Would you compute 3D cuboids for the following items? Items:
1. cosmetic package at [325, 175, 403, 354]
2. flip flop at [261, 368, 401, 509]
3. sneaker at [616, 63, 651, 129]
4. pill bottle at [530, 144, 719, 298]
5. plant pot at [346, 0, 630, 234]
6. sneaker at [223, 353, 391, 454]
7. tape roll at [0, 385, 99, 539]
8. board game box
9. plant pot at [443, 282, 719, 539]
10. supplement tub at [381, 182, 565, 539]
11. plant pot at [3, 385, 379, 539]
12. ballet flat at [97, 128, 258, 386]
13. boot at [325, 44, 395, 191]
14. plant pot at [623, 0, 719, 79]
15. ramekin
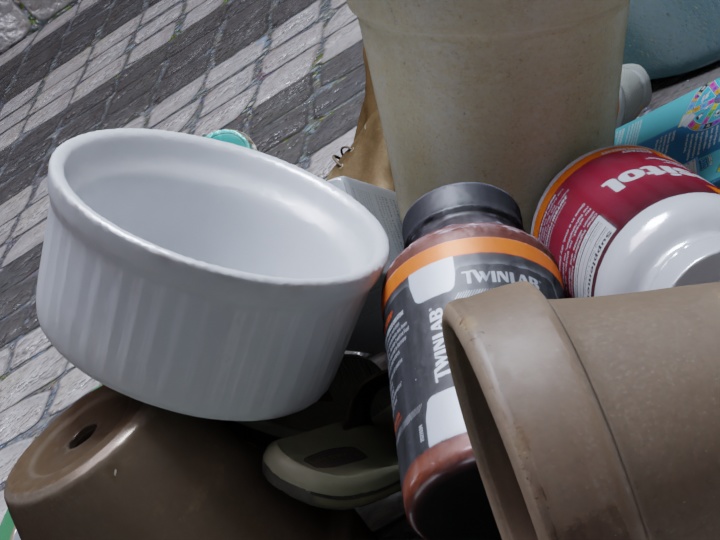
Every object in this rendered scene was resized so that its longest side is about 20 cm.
[{"bbox_3d":[0.000,0.000,1.471,0.101,0.075,0.200,-24,-13,20],"label":"cosmetic package"},{"bbox_3d":[0.020,0.087,1.307,0.081,0.058,0.199,21,20,36],"label":"flip flop"},{"bbox_3d":[0.134,-0.086,1.632,0.200,0.076,0.092,-31,-10,40],"label":"sneaker"},{"bbox_3d":[0.173,0.003,1.265,0.113,0.113,0.200,-36,20,-1],"label":"pill bottle"},{"bbox_3d":[0.085,-0.118,1.391,0.199,0.185,0.201,-5,22,2],"label":"plant pot"},{"bbox_3d":[-0.068,0.099,1.416,0.106,0.199,0.075,-35,62,25],"label":"sneaker"},{"bbox_3d":[-0.175,0.161,1.501,0.200,0.048,0.201,-43,27,28],"label":"tape roll"},{"bbox_3d":[0.242,-0.076,1.427,0.199,0.047,0.151,-26,22,28],"label":"board game box"},{"bbox_3d":[0.148,0.082,1.027,0.173,0.201,0.200,-19,19,-2],"label":"plant pot"},{"bbox_3d":[0.066,0.049,1.246,0.107,0.107,0.201,-27,48,24],"label":"supplement tub"},{"bbox_3d":[-0.112,0.158,1.302,0.200,0.175,0.200,-33,19,12],"label":"plant pot"},{"bbox_3d":[-0.117,0.004,1.455,0.075,0.064,0.201,18,69,15],"label":"ballet flat"},{"bbox_3d":[0.006,-0.087,1.666,0.075,0.074,0.201,-8,66,10],"label":"boot"},{"bbox_3d":[0.221,-0.258,1.686,0.200,0.196,0.196,-34,18,31],"label":"plant pot"},{"bbox_3d":[-0.090,0.003,1.292,0.201,0.199,0.098,-92,17,-67],"label":"ramekin"}]
